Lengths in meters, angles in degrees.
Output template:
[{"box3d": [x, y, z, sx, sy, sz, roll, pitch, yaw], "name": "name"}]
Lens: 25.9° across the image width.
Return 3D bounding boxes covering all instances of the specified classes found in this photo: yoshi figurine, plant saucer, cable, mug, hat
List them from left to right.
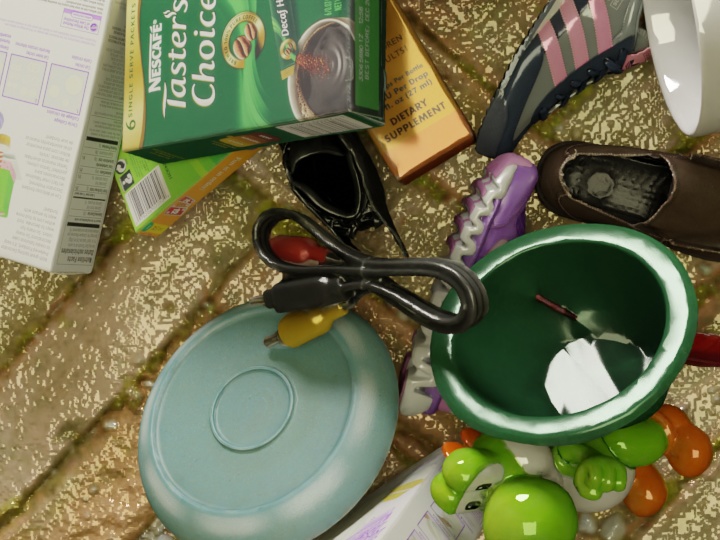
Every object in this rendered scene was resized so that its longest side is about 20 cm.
[{"box3d": [-0.071, 0.100, 1.087, 0.200, 0.027, 0.201, -12, 57, 19], "name": "plant saucer"}, {"box3d": [0.000, 0.000, 1.030, 0.200, 0.050, 0.097, -6, 94, 36], "name": "cable"}, {"box3d": [0.141, 0.149, 1.029, 0.200, 0.112, 0.113, -4, 97, -35], "name": "yoshi figurine"}, {"box3d": [0.168, 0.081, 1.045, 0.200, 0.176, 0.166, -1, 56, 26], "name": "hat"}, {"box3d": [0.276, -0.192, 0.970, 0.175, 0.148, 0.200, -11, 130, 0], "name": "mug"}]

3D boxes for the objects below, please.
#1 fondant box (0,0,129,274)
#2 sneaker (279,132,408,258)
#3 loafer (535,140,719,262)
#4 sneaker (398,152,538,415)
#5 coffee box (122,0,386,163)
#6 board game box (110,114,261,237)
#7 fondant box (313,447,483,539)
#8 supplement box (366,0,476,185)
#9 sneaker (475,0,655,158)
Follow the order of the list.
[{"box3d": [-0.245, -0.111, 1.123, 0.144, 0.058, 0.200, 15, 94, 21], "name": "fondant box"}, {"box3d": [-0.028, -0.087, 1.089, 0.060, 0.104, 0.200, -30, 89, 7], "name": "sneaker"}, {"box3d": [0.218, -0.045, 1.078, 0.199, 0.071, 0.073, 7, 94, 6], "name": "loafer"}, {"box3d": [0.093, 0.018, 1.095, 0.088, 0.081, 0.201, 18, 105, -1], "name": "sneaker"}, {"box3d": [-0.073, -0.142, 1.026, 0.200, 0.044, 0.123, -4, 81, 37], "name": "coffee box"}, {"box3d": [-0.100, -0.117, 1.086, 0.200, 0.030, 0.096, -38, 62, 30], "name": "board game box"}, {"box3d": [-0.003, 0.203, 1.032, 0.144, 0.200, 0.058, -36, 92, 23], "name": "fondant box"}, {"box3d": [0.005, -0.162, 1.101, 0.066, 0.069, 0.200, -31, 86, 6], "name": "supplement box"}, {"box3d": [0.157, -0.151, 1.081, 0.082, 0.070, 0.200, 34, 98, 6], "name": "sneaker"}]
